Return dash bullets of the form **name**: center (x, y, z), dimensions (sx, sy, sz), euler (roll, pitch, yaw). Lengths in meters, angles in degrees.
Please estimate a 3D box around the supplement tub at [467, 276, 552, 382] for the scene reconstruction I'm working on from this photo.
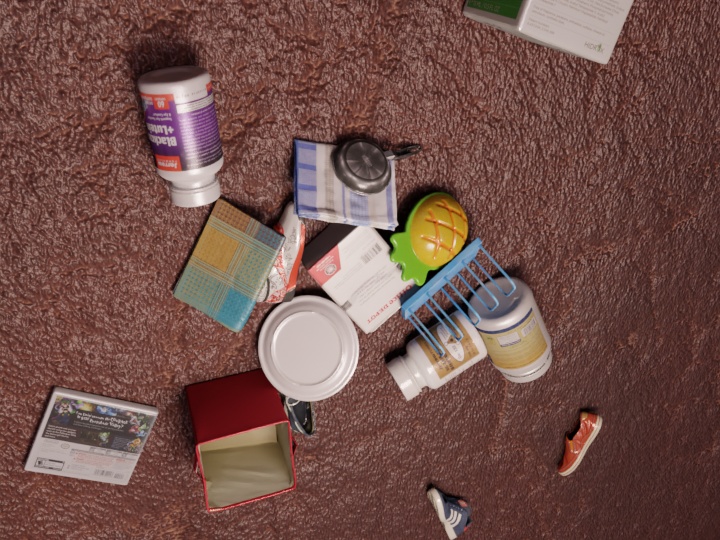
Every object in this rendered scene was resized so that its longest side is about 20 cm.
- **supplement tub**: center (0.326, 0.130, 1.499), dimensions (0.143, 0.145, 0.201), euler (-32, 123, -3)

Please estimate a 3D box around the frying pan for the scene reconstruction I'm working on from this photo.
- **frying pan**: center (0.040, -0.187, 1.245), dimensions (0.187, 0.117, 0.031), euler (0, 156, -20)

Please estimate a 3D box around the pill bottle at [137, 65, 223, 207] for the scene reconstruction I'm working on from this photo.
- **pill bottle**: center (-0.278, -0.209, 1.102), dimensions (0.110, 0.112, 0.203), euler (-13, 120, -15)

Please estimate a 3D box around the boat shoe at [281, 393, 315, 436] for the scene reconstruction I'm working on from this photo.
- **boat shoe**: center (-0.129, 0.250, 1.412), dimensions (0.074, 0.061, 0.203), euler (-25, 122, -39)

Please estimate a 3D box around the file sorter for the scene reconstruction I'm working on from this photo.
- **file sorter**: center (0.193, 0.058, 1.377), dimensions (0.200, 0.139, 0.123), euler (-41, 80, -4)

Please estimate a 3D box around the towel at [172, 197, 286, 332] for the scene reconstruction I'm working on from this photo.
- **towel**: center (-0.233, -0.007, 1.238), dimensions (0.145, 0.022, 0.202), euler (30, 104, 3)

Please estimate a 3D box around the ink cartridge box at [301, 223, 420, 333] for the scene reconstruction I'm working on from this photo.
- **ink cartridge box**: center (0.000, 0.000, 1.338), dimensions (0.146, 0.083, 0.200), euler (-40, 123, 2)

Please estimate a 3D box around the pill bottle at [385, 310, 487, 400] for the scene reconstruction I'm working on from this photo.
- **pill bottle**: center (0.159, 0.183, 1.478), dimensions (0.198, 0.115, 0.115), euler (-33, 123, -3)

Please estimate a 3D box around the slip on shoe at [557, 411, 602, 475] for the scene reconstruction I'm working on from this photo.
- **slip on shoe**: center (0.558, 0.447, 1.811), dimensions (0.060, 0.074, 0.202), euler (23, 116, 7)

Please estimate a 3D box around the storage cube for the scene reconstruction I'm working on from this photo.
- **storage cube**: center (-0.233, 0.324, 1.355), dimensions (0.197, 0.180, 0.174), euler (-12, 120, -17)

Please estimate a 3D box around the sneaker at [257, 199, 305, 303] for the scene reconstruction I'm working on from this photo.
- **sneaker**: center (-0.165, -0.031, 1.266), dimensions (0.106, 0.067, 0.204), euler (-1, 119, -24)

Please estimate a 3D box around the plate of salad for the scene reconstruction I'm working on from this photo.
- **plate of salad**: center (-0.099, 0.150, 1.348), dimensions (0.196, 0.048, 0.204), euler (0, 90, 6)

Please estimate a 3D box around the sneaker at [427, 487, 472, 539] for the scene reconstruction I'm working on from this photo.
- **sneaker**: center (0.229, 0.593, 1.745), dimensions (0.084, 0.075, 0.201), euler (-28, 132, -4)

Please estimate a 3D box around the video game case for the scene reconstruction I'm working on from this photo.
- **video game case**: center (-0.514, 0.321, 1.335), dimensions (0.198, 0.023, 0.184), euler (19, 108, -28)

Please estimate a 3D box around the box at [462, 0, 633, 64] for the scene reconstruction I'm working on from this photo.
- **box**: center (0.316, -0.468, 1.154), dimensions (0.197, 0.199, 0.174), euler (10, 112, -26)

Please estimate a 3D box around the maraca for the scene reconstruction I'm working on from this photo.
- **maraca**: center (0.131, -0.063, 1.328), dimensions (0.200, 0.106, 0.138), euler (-43, 109, -26)

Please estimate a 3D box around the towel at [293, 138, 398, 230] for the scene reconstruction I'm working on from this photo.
- **towel**: center (-0.024, -0.153, 1.236), dimensions (0.197, 0.024, 0.150), euler (6, 74, -23)
